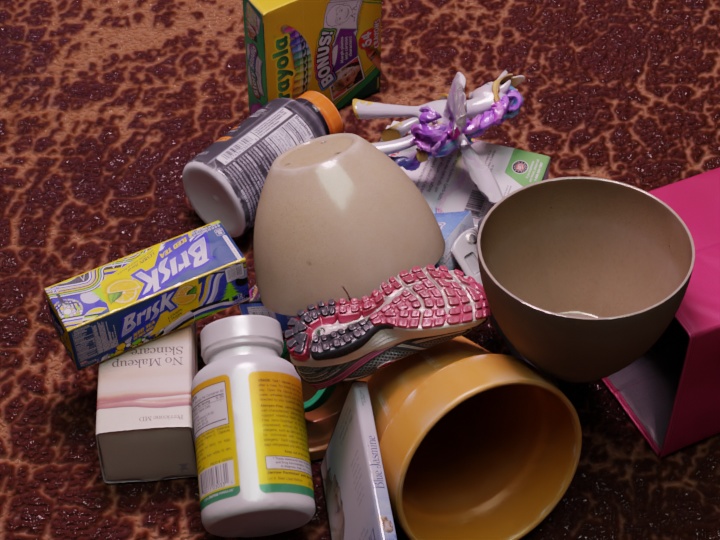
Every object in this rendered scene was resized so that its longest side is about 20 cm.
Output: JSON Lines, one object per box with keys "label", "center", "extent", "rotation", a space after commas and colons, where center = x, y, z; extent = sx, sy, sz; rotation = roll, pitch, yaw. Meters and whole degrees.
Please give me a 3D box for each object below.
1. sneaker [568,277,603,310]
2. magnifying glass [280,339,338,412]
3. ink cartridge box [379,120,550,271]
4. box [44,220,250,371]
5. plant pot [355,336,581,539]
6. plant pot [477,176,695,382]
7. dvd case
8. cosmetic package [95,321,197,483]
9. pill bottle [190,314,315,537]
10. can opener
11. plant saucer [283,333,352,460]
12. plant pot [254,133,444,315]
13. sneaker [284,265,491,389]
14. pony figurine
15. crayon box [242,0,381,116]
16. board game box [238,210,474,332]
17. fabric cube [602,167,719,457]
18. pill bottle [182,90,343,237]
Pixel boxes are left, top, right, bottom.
{"label": "sneaker", "center": [0.219, 0.013, 1.527], "extent": [0.076, 0.202, 0.088], "rotation": [-20, 19, -32]}
{"label": "magnifying glass", "center": [-0.018, 0.076, 1.510], "extent": [0.022, 0.199, 0.080], "rotation": [15, 47, -51]}
{"label": "ink cartridge box", "center": [0.107, -0.080, 1.746], "extent": [0.198, 0.084, 0.145], "rotation": [14, 48, 13]}
{"label": "box", "center": [-0.217, 0.024, 1.545], "extent": [0.199, 0.065, 0.070], "rotation": [-22, 50, -19]}
{"label": "plant pot", "center": [0.087, 0.149, 1.478], "extent": [0.199, 0.202, 0.183], "rotation": [-19, 34, -17]}
{"label": "plant pot", "center": [0.207, 0.025, 1.414], "extent": [0.198, 0.135, 0.201], "rotation": [-1, 42, 1]}
{"label": "dvd case", "center": [-0.004, 0.227, 1.423], "extent": [0.017, 0.143, 0.201], "rotation": [4, 45, -17]}
{"label": "cosmetic package", "center": [-0.221, 0.113, 1.565], "extent": [0.102, 0.088, 0.201], "rotation": [-4, 47, -4]}
{"label": "pill bottle", "center": [-0.109, 0.152, 1.475], "extent": [0.112, 0.113, 0.202], "rotation": [-6, 67, -5]}
{"label": "can opener", "center": [0.164, 0.040, 1.589], "extent": [0.052, 0.066, 0.201], "rotation": [-31, 94, -25]}
{"label": "plant saucer", "center": [-0.070, 0.113, 1.600], "extent": [0.198, 0.038, 0.201], "rotation": [0, 48, 0]}
{"label": "plant pot", "center": [-0.027, -0.060, 1.532], "extent": [0.199, 0.135, 0.201], "rotation": [-16, 20, 6]}
{"label": "sneaker", "center": [0.028, 0.055, 1.434], "extent": [0.198, 0.075, 0.081], "rotation": [-14, 47, 1]}
{"label": "pony figurine", "center": [0.091, -0.154, 1.670], "extent": [0.198, 0.167, 0.194], "rotation": [-13, 34, 11]}
{"label": "crayon box", "center": [-0.058, -0.280, 1.852], "extent": [0.172, 0.201, 0.058], "rotation": [-28, 53, -24]}
{"label": "board game box", "center": [0.000, 0.000, 1.619], "extent": [0.198, 0.044, 0.199], "rotation": [-4, 25, 29]}
{"label": "fabric cube", "center": [0.357, 0.035, 1.562], "extent": [0.198, 0.197, 0.201], "rotation": [-19, 49, -17]}
{"label": "pill bottle", "center": [-0.109, -0.135, 1.783], "extent": [0.106, 0.107, 0.200], "rotation": [31, 54, 26]}
